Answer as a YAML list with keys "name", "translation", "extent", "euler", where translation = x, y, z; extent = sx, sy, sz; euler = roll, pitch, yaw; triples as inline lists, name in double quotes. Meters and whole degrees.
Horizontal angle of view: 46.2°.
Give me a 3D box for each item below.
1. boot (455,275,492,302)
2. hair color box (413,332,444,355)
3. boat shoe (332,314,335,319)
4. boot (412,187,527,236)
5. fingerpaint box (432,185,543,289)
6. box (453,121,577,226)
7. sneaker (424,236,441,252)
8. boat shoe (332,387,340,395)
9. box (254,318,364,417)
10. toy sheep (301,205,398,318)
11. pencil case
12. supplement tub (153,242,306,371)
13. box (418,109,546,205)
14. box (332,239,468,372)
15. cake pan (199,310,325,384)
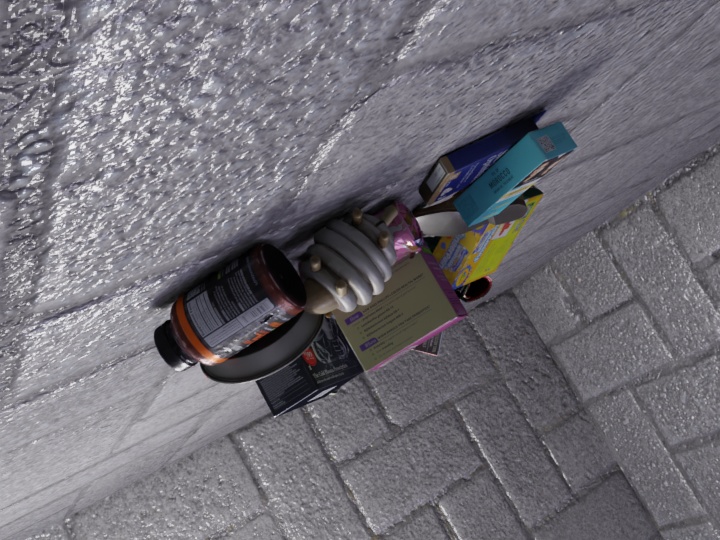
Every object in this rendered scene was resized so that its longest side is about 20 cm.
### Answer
- name: "boot"
  translation: [0.160, 0.024, 1.774]
  extent: [0.203, 0.074, 0.154]
  euler: [-16, -155, -25]
- name: "hair color box"
  translation: [0.139, 0.077, 1.624]
  extent: [0.064, 0.111, 0.200]
  euler: [12, -166, 6]
- name: "boat shoe"
  translation: [0.000, 0.000, 1.468]
  extent: [0.200, 0.057, 0.069]
  euler: [-49, -161, 11]
- name: "boot"
  translation: [0.177, -0.111, 1.438]
  extent: [0.199, 0.076, 0.074]
  euler: [-11, 152, 3]
- name: "fingerpaint box"
  translation: [0.230, -0.074, 1.581]
  extent: [0.167, 0.073, 0.200]
  euler: [-20, 146, -46]
- name: "box"
  translation: [0.233, -0.145, 1.292]
  extent: [0.082, 0.049, 0.200]
  euler: [-24, 167, -38]
- name: "sneaker"
  translation: [0.156, -0.023, 1.697]
  extent: [0.200, 0.074, 0.088]
  euler: [-20, 134, -43]
- name: "boat shoe"
  translation: [-0.104, 0.171, 1.679]
  extent: [0.063, 0.201, 0.074]
  euler: [-39, -161, 15]
- name: "box"
  translation: [-0.113, 0.142, 1.511]
  extent: [0.104, 0.182, 0.200]
  euler: [-35, 169, 21]
- name: "toy sheep"
  translation: [-0.012, -0.017, 1.188]
  extent: [0.200, 0.138, 0.138]
  euler: [-44, 173, -13]
- name: "pencil case"
  translation: [0.000, -0.023, 1.297]
  extent: [0.200, 0.087, 0.083]
  euler: [-30, 167, 14]
- name: "supplement tub"
  translation: [-0.177, 0.056, 1.125]
  extent: [0.200, 0.107, 0.107]
  euler: [-32, 170, 14]
- name: "box"
  translation: [0.191, -0.171, 1.278]
  extent: [0.200, 0.032, 0.121]
  euler: [-28, 170, -18]
- name: "box"
  translation: [0.045, 0.034, 1.375]
  extent: [0.176, 0.200, 0.097]
  euler: [-33, 170, 14]
- name: "cake pan"
  translation: [-0.149, 0.081, 1.224]
  extent: [0.200, 0.037, 0.200]
  euler: [-17, -148, 11]
